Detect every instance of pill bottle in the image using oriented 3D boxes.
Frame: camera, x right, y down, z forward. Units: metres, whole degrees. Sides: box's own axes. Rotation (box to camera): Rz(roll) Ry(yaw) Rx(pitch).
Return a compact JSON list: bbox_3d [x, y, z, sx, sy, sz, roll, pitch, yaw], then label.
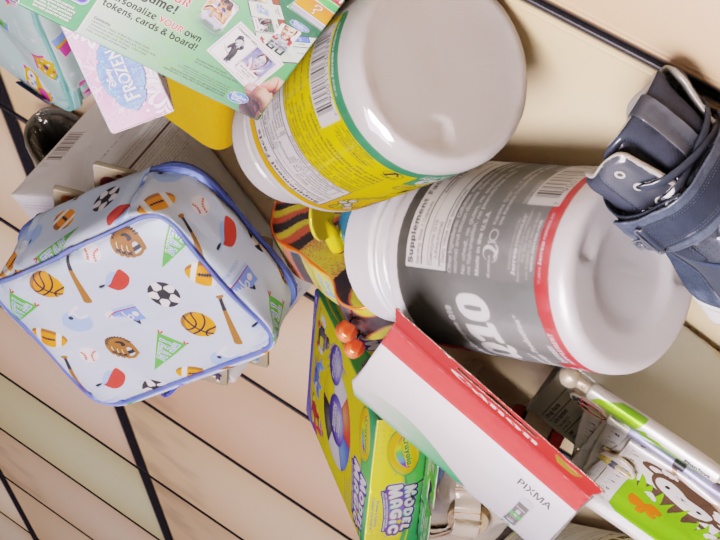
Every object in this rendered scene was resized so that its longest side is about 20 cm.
[{"bbox_3d":[0.088,-0.006,1.031,0.199,0.114,0.114,7,141,51],"label":"pill bottle"},{"bbox_3d":[0.001,-0.095,1.008,0.113,0.113,0.200,45,156,-14],"label":"pill bottle"}]

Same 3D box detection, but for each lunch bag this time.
[{"bbox_3d":[-0.243,-0.209,1.206,0.160,0.077,0.201,33,156,25],"label":"lunch bag"},{"bbox_3d":[-0.152,0.017,1.238,0.199,0.076,0.160,-19,125,35],"label":"lunch bag"}]

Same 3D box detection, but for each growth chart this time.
[{"bbox_3d":[0.183,0.136,1.085,0.144,0.018,0.200,32,159,19],"label":"growth chart"}]

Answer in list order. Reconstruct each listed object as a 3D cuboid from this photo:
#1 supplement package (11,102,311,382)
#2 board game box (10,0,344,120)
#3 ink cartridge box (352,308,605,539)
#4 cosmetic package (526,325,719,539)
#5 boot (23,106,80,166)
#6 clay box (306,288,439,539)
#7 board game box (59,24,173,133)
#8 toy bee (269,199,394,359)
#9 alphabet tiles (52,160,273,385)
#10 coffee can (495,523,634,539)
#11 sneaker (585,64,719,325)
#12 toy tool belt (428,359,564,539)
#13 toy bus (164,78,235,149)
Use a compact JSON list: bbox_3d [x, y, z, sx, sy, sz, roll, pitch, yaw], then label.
[{"bbox_3d":[-0.152,-0.023,1.363,0.109,0.114,0.201,5,139,51],"label":"supplement package"},{"bbox_3d":[-0.097,-0.170,0.888,0.199,0.135,0.029,24,-153,-33],"label":"board game box"},{"bbox_3d":[0.067,0.103,1.073,0.161,0.050,0.200,40,176,6],"label":"ink cartridge box"},{"bbox_3d":[0.212,0.107,1.101,0.199,0.073,0.104,38,158,4],"label":"cosmetic package"},{"bbox_3d":[-0.194,-0.027,1.465,0.181,0.072,0.201,37,155,39],"label":"boot"},{"bbox_3d":[0.007,0.111,1.274,0.200,0.047,0.116,-117,27,-56],"label":"clay box"},{"bbox_3d":[-0.168,-0.215,0.984,0.201,0.043,0.200,70,-179,-45],"label":"board game box"},{"bbox_3d":[0.000,0.000,1.187,0.199,0.109,0.131,4,137,54],"label":"toy bee"},{"bbox_3d":[-0.144,0.006,1.281,0.165,0.006,0.201,14,136,10],"label":"alphabet tiles"},{"bbox_3d":[0.192,0.272,1.335,0.147,0.147,0.199,50,154,-24],"label":"coffee can"},{"bbox_3d":[0.200,-0.034,0.863,0.146,0.077,0.202,46,157,-22],"label":"sneaker"},{"bbox_3d":[0.072,0.128,1.292,0.122,0.125,0.200,28,155,4],"label":"toy tool belt"},{"bbox_3d":[-0.086,-0.142,1.095,0.065,0.078,0.200,34,156,11],"label":"toy bus"}]
